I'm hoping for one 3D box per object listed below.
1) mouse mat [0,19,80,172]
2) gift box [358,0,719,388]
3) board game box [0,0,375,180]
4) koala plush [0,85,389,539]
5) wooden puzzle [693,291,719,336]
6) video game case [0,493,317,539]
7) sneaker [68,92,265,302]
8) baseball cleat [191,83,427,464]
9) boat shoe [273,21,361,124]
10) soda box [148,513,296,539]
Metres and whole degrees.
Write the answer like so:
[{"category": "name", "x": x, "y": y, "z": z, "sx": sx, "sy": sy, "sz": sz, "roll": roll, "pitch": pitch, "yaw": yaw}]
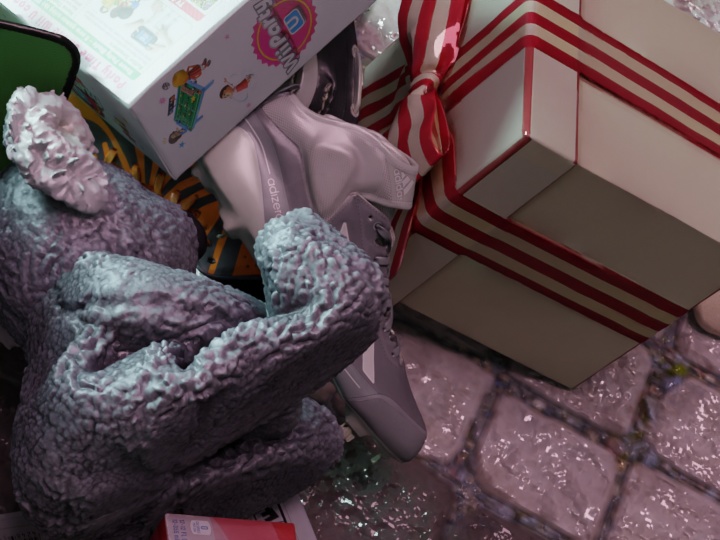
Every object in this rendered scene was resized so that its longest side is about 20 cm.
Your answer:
[{"category": "mouse mat", "x": -0.252, "y": -0.077, "z": 1.180, "sx": 0.200, "sy": 0.161, "sz": 0.008, "roll": 14, "pitch": 42, "yaw": -17}, {"category": "gift box", "x": 0.087, "y": -0.053, "z": 1.327, "sx": 0.187, "sy": 0.200, "sz": 0.185, "roll": 28, "pitch": 42, "yaw": -26}, {"category": "board game box", "x": -0.073, "y": -0.162, "z": 1.227, "sx": 0.200, "sy": 0.064, "sz": 0.148, "roll": -42, "pitch": 51, "yaw": -10}, {"category": "koala plush", "x": -0.120, "y": 0.017, "z": 1.157, "sx": 0.184, "sy": 0.177, "sz": 0.200, "roll": -23, "pitch": 62, "yaw": -29}, {"category": "wooden puzzle", "x": 0.292, "y": -0.024, "z": 1.502, "sx": 0.185, "sy": 0.037, "sz": 0.200, "roll": 19, "pitch": 48, "yaw": -13}, {"category": "video game case", "x": -0.091, "y": 0.189, "z": 1.148, "sx": 0.200, "sy": 0.022, "sz": 0.182, "roll": -6, "pitch": 57, "yaw": -32}, {"category": "sneaker", "x": -0.104, "y": -0.039, "z": 1.284, "sx": 0.200, "sy": 0.078, "sz": 0.112, "roll": 14, "pitch": 59, "yaw": -5}, {"category": "baseball cleat", "x": 0.000, "y": 0.000, "z": 1.222, "sx": 0.200, "sy": 0.106, "sz": 0.070, "roll": 57, "pitch": 3, "yaw": -16}, {"category": "boat shoe", "x": -0.042, "y": -0.153, "z": 1.304, "sx": 0.060, "sy": 0.076, "sz": 0.200, "roll": 26, "pitch": 52, "yaw": -46}, {"category": "soda box", "x": -0.058, "y": 0.211, "z": 1.089, "sx": 0.070, "sy": 0.063, "sz": 0.200, "roll": 7, "pitch": 51, "yaw": -24}]
